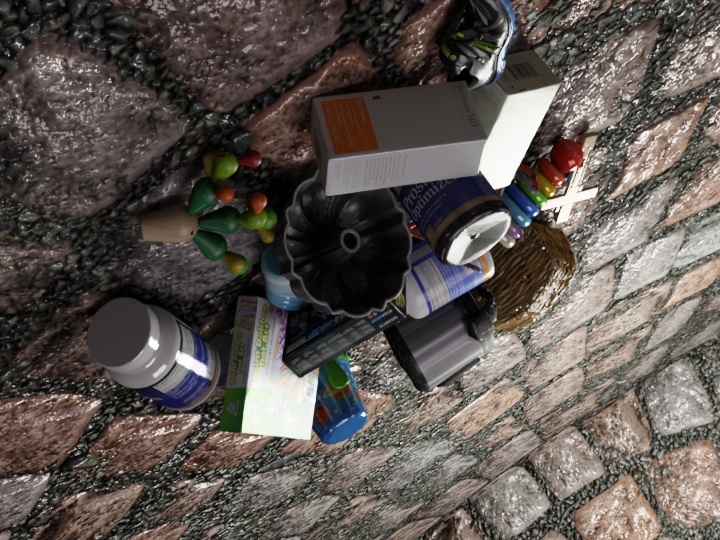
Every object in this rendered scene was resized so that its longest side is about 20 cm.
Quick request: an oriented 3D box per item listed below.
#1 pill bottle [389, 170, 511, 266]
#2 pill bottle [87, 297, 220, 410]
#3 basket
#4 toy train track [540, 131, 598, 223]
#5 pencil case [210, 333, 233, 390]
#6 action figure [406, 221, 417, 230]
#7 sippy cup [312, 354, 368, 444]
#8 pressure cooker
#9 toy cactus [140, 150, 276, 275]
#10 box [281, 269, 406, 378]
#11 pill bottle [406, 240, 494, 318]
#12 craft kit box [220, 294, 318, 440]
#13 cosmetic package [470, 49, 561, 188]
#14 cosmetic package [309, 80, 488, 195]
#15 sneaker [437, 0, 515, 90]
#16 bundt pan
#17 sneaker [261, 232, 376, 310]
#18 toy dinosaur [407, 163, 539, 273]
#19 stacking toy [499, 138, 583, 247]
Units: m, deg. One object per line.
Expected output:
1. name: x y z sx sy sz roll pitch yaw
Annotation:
1. pill bottle: 0.101 -0.114 1.250 0.111 0.201 0.112 -25 152 -15
2. pill bottle: -0.281 0.114 1.304 0.115 0.116 0.200 -34 152 2
3. basket: 0.307 0.023 1.760 0.200 0.143 0.148 -45 150 24
4. toy train track: 0.364 -0.164 1.644 0.113 0.033 0.201 -14 142 -19
5. pencil case: -0.168 0.158 1.525 0.083 0.091 0.199 -51 151 8
6. action figure: 0.127 -0.102 1.466 0.198 0.052 0.066 -24 158 -28
7. sippy cup: -0.055 0.239 1.736 0.139 0.131 0.178 -37 153 9
8. pressure cooker: 0.143 0.094 1.664 0.199 0.177 0.179 -32 151 -4
9. toy cactus: -0.184 -0.070 1.162 0.163 0.103 0.201 -6 150 -9
10. box: -0.024 0.048 1.394 0.199 0.160 0.046 -32 122 23
11. pill bottle: 0.109 0.008 1.556 0.198 0.113 0.112 -30 153 -6
12. craft kit box: -0.131 0.154 1.468 0.048 0.203 0.197 1 169 32
13. cosmetic package: 0.190 -0.203 1.341 0.103 0.073 0.201 -17 149 -30
14. cosmetic package: 0.044 -0.163 1.166 0.197 0.102 0.072 -9 148 -12
15. sneaker: 0.136 -0.281 1.156 0.082 0.071 0.200 -33 157 -13
16. bundt pan: -0.032 -0.033 1.272 0.200 0.205 0.075 -13 177 -34
17. sneaker: -0.057 -0.011 1.389 0.198 0.080 0.131 -19 154 -20
18. toy dinosaur: 0.190 -0.091 1.424 0.199 0.104 0.183 28 88 -50
19. stacking toy: 0.285 -0.134 1.563 0.200 0.086 0.085 -46 151 10
